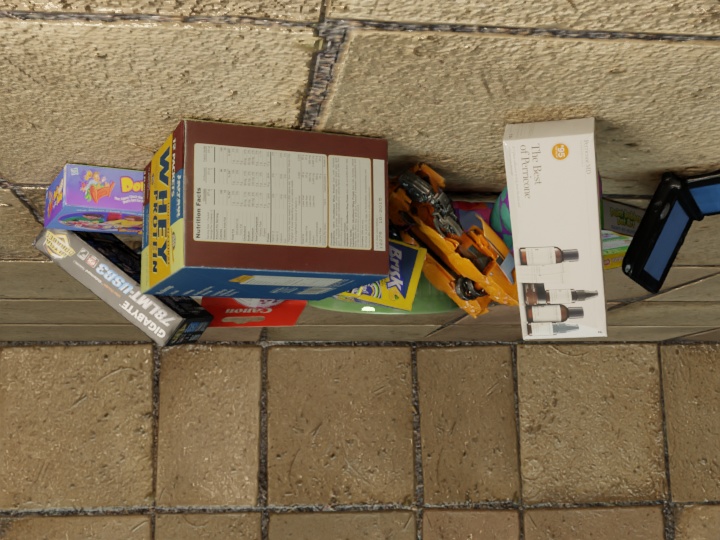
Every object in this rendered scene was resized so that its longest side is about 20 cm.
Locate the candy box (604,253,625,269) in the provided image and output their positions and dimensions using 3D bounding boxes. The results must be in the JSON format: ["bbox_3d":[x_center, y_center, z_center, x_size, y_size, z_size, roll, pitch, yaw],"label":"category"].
[{"bbox_3d":[0.342,-0.011,1.503,0.198,0.027,0.102,-11,-179,-5],"label":"candy box"}]

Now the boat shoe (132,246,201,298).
[{"bbox_3d":[-0.262,0.004,1.554,0.199,0.072,0.091,5,174,-19],"label":"boat shoe"}]

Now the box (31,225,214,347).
[{"bbox_3d":[-0.285,0.015,1.275,0.198,0.050,0.200,37,180,2],"label":"box"}]

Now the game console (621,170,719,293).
[{"bbox_3d":[0.399,-0.044,1.177,0.116,0.177,0.200,27,-177,26],"label":"game console"}]

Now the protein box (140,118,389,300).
[{"bbox_3d":[-0.100,-0.050,1.018,0.198,0.136,0.198,3,171,-22],"label":"protein box"}]

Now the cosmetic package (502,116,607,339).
[{"bbox_3d":[0.182,-0.035,0.950,0.082,0.201,0.051,-4,-155,13],"label":"cosmetic package"}]

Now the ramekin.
[{"bbox_3d":[0.031,-0.004,1.331,0.198,0.099,0.200,2,-175,0],"label":"ramekin"}]

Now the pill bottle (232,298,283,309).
[{"bbox_3d":[-0.119,-0.018,1.285,0.112,0.114,0.200,1,171,-9],"label":"pill bottle"}]

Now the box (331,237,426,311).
[{"bbox_3d":[0.000,0.000,1.135,0.064,0.071,0.200,16,176,-20],"label":"box"}]

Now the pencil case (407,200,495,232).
[{"bbox_3d":[0.138,-0.043,1.207,0.198,0.089,0.088,4,171,-3],"label":"pencil case"}]

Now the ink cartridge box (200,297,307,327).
[{"bbox_3d":[-0.142,0.017,1.442,0.161,0.058,0.200,-2,-162,14],"label":"ink cartridge box"}]

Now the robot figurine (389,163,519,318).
[{"bbox_3d":[0.090,-0.035,1.109,0.200,0.058,0.145,46,154,-12],"label":"robot figurine"}]

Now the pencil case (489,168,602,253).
[{"bbox_3d":[0.186,-0.065,1.070,0.084,0.093,0.200,17,172,2],"label":"pencil case"}]

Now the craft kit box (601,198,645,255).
[{"bbox_3d":[0.266,-0.050,1.348,0.199,0.049,0.197,-9,165,44],"label":"craft kit box"}]

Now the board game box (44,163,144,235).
[{"bbox_3d":[-0.241,-0.073,1.155,0.199,0.045,0.134,4,170,-26],"label":"board game box"}]
